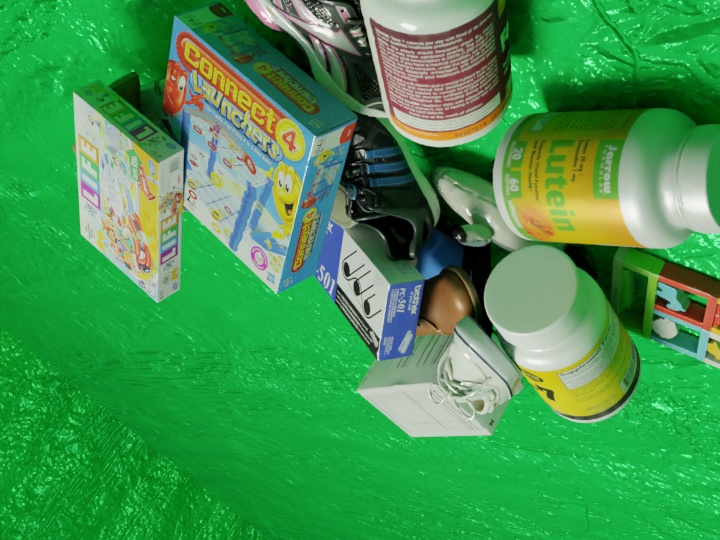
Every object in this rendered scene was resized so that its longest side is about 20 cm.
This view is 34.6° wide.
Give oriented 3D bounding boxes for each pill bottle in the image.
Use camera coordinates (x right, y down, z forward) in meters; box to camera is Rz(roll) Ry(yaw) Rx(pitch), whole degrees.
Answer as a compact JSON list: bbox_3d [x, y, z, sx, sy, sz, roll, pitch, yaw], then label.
[{"bbox_3d":[0.216,-0.076,0.950,0.198,0.112,0.111,5,145,47],"label":"pill bottle"},{"bbox_3d":[0.059,-0.201,0.906,0.113,0.115,0.201,22,155,22],"label":"pill bottle"},{"bbox_3d":[0.201,0.064,1.151,0.113,0.115,0.200,14,159,36],"label":"pill bottle"}]

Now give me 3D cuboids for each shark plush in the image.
[{"bbox_3d":[0.165,-0.053,1.169,0.198,0.092,0.083,18,-178,-19],"label":"shark plush"}]

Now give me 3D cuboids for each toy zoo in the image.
[{"bbox_3d":[0.344,0.051,1.147,0.198,0.021,0.132,23,155,23],"label":"toy zoo"}]

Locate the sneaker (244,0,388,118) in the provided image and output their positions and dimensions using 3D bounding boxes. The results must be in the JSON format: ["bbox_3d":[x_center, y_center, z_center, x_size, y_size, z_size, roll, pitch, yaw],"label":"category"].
[{"bbox_3d":[-0.015,-0.217,1.022,0.199,0.081,0.086,36,147,-21],"label":"sneaker"}]

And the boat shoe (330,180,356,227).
[{"bbox_3d":[-0.042,-0.118,1.251,0.199,0.066,0.075,37,139,41],"label":"boat shoe"}]

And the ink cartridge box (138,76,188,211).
[{"bbox_3d":[-0.180,-0.148,1.283,0.199,0.083,0.147,-1,112,52],"label":"ink cartridge box"}]

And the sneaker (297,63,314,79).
[{"bbox_3d":[-0.043,-0.183,1.146,0.198,0.060,0.104,29,155,0],"label":"sneaker"}]

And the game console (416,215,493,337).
[{"bbox_3d":[0.086,0.032,1.329,0.114,0.178,0.201,1,153,1],"label":"game console"}]

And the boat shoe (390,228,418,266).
[{"bbox_3d":[0.021,-0.018,1.312,0.074,0.063,0.201,59,166,23],"label":"boat shoe"}]

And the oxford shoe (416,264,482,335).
[{"bbox_3d":[0.071,0.044,1.222,0.072,0.071,0.200,68,160,2],"label":"oxford shoe"}]

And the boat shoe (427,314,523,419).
[{"bbox_3d":[0.109,0.110,1.175,0.075,0.086,0.202,48,178,20],"label":"boat shoe"}]

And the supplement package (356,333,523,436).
[{"bbox_3d":[0.105,0.141,1.512,0.114,0.110,0.199,41,156,-18],"label":"supplement package"}]

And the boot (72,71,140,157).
[{"bbox_3d":[-0.247,-0.116,1.267,0.145,0.070,0.201,55,148,3],"label":"boot"}]

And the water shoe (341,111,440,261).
[{"bbox_3d":[0.012,-0.089,1.113,0.071,0.080,0.200,-10,136,40],"label":"water shoe"}]

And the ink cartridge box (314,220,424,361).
[{"bbox_3d":[0.000,0.000,1.232,0.200,0.044,0.095,-129,39,-49],"label":"ink cartridge box"}]

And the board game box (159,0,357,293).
[{"bbox_3d":[-0.108,-0.116,1.100,0.200,0.056,0.197,41,138,24],"label":"board game box"}]

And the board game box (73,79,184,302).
[{"bbox_3d":[-0.240,-0.079,1.199,0.134,0.034,0.202,38,142,24],"label":"board game box"}]
